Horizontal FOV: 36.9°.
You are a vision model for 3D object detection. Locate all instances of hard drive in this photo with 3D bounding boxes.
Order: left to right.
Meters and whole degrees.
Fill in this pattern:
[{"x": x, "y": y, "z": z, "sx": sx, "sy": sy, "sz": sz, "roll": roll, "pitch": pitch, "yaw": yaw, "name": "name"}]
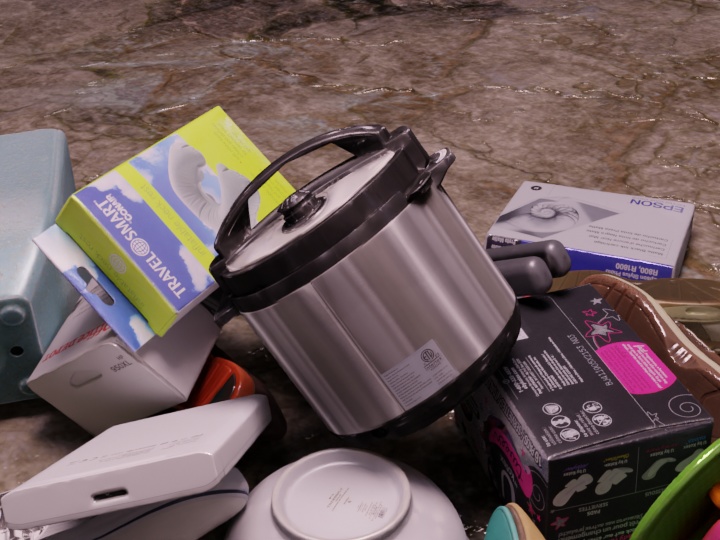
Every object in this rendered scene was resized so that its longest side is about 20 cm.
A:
[{"x": -0.139, "y": 0.124, "z": 0.728, "sx": 0.131, "sy": 0.027, "sz": 0.200, "roll": -13, "pitch": 2, "yaw": 5, "name": "hard drive"}]

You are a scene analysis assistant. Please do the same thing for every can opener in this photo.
[{"x": 0.091, "y": -0.010, "z": 0.936, "sx": 0.053, "sy": 0.067, "sz": 0.199, "roll": -37, "pitch": 16, "yaw": -31, "name": "can opener"}]

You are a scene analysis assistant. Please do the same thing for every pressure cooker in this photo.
[{"x": 0.001, "y": 0.000, "z": 0.776, "sx": 0.176, "sy": 0.200, "sz": 0.178, "roll": -46, "pitch": 16, "yaw": -33, "name": "pressure cooker"}]

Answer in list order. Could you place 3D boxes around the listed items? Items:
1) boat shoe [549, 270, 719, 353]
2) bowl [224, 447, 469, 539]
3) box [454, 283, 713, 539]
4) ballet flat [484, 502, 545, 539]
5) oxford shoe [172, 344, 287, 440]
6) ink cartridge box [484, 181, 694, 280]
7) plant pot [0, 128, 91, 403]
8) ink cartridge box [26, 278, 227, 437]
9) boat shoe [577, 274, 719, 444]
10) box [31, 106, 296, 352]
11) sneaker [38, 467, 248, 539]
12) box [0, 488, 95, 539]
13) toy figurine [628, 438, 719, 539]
[{"x": 0.245, "y": 0.043, "z": 1.014, "sx": 0.199, "sy": 0.064, "sz": 0.073, "roll": 1, "pitch": 26, "yaw": 16, "name": "boat shoe"}, {"x": -0.012, "y": 0.188, "z": 0.751, "sx": 0.199, "sy": 0.091, "sz": 0.202, "roll": -3, "pitch": 31, "yaw": 2, "name": "bowl"}, {"x": 0.159, "y": 0.116, "z": 0.833, "sx": 0.131, "sy": 0.116, "sz": 0.200, "roll": -11, "pitch": 30, "yaw": -11, "name": "box"}, {"x": 0.117, "y": 0.238, "z": 0.697, "sx": 0.063, "sy": 0.069, "sz": 0.201, "roll": 18, "pitch": 34, "yaw": -10, "name": "ballet flat"}, {"x": -0.130, "y": 0.104, "z": 0.943, "sx": 0.071, "sy": 0.072, "sz": 0.200, "roll": -56, "pitch": 32, "yaw": -4, "name": "oxford shoe"}, {"x": 0.237, "y": -0.027, "z": 1.136, "sx": 0.198, "sy": 0.041, "sz": 0.200, "roll": 10, "pitch": 33, "yaw": 20, "name": "ink cartridge box"}, {"x": -0.346, "y": 0.017, "z": 0.980, "sx": 0.194, "sy": 0.197, "sz": 0.201, "roll": -9, "pitch": 40, "yaw": -11, "name": "plant pot"}, {"x": -0.179, "y": 0.029, "z": 0.931, "sx": 0.144, "sy": 0.084, "sz": 0.201, "roll": -25, "pitch": 31, "yaw": 42, "name": "ink cartridge box"}, {"x": 0.262, "y": 0.080, "z": 0.918, "sx": 0.075, "sy": 0.075, "sz": 0.203, "roll": 13, "pitch": 30, "yaw": -45, "name": "boat shoe"}, {"x": -0.144, "y": -0.039, "z": 0.859, "sx": 0.122, "sy": 0.048, "sz": 0.200, "roll": 47, "pitch": 46, "yaw": 0, "name": "box"}, {"x": -0.150, "y": 0.193, "z": 0.697, "sx": 0.199, "sy": 0.073, "sz": 0.071, "roll": -22, "pitch": 64, "yaw": -34, "name": "sneaker"}, {"x": -0.216, "y": 0.226, "z": 0.744, "sx": 0.157, "sy": 0.049, "sz": 0.200, "roll": -14, "pitch": 32, "yaw": -19, "name": "box"}, {"x": 0.298, "y": 0.208, "z": 0.694, "sx": 0.199, "sy": 0.151, "sz": 0.184, "roll": 1, "pitch": 35, "yaw": -46, "name": "toy figurine"}]
